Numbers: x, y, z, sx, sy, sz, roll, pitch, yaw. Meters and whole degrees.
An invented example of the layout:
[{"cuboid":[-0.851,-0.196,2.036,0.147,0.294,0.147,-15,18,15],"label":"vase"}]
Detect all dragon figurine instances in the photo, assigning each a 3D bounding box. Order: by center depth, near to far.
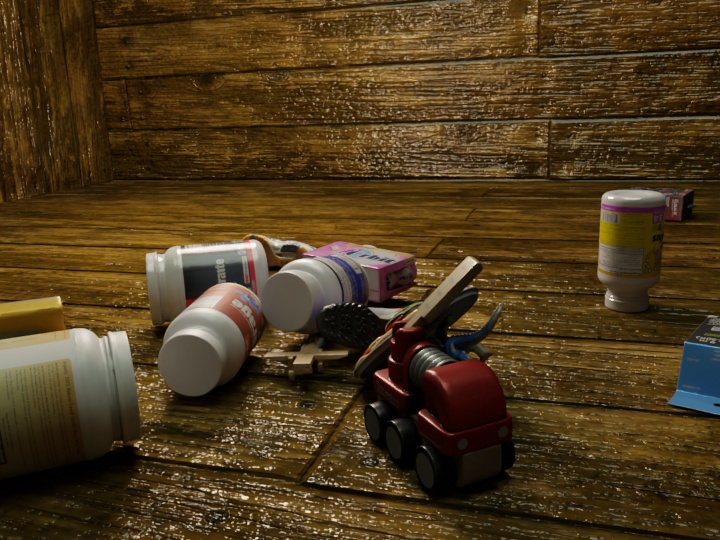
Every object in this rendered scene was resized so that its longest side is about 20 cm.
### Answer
[{"cuboid":[0.105,0.096,0.864,0.059,0.201,0.099,-32,61,-34],"label":"dragon figurine"}]

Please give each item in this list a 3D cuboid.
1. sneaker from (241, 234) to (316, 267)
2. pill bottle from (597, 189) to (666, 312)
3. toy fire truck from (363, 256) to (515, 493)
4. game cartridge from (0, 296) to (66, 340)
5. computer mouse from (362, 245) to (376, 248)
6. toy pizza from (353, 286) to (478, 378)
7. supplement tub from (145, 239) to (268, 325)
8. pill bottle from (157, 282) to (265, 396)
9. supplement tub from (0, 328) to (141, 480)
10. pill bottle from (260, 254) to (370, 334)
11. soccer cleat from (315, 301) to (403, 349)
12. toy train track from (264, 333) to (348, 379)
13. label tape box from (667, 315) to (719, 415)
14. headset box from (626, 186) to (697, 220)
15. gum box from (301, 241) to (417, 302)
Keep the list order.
[{"cuboid":[-0.187,-0.038,1.612,0.199,0.076,0.088,14,9,29],"label":"sneaker"},{"cuboid":[0.467,-0.034,1.200,0.104,0.201,0.104,-2,14,0],"label":"pill bottle"},{"cuboid":[0.091,0.098,0.728,0.128,0.201,0.176,-9,15,-24],"label":"toy fire truck"},{"cuboid":[-0.438,0.119,0.792,0.199,0.177,0.032,-10,39,-25],"label":"game cartridge"},{"cuboid":[0.003,-0.026,1.560,0.109,0.044,0.200,-1,14,9],"label":"computer mouse"},{"cuboid":[0.070,0.076,0.916,0.200,0.032,0.200,-32,-16,-10],"label":"toy pizza"},{"cuboid":[-0.264,0.023,1.205,0.199,0.141,0.140,-6,15,-14],"label":"supplement tub"},{"cuboid":[-0.206,0.095,0.968,0.112,0.113,0.200,-1,15,5],"label":"pill bottle"},{"cuboid":[-0.345,0.141,0.740,0.199,0.145,0.144,-8,15,-22],"label":"supplement tub"},{"cuboid":[-0.072,0.038,1.105,0.119,0.120,0.200,4,6,22],"label":"pill bottle"},{"cuboid":[0.014,0.086,1.047,0.199,0.069,0.073,3,-12,-31],"label":"soccer cleat"},{"cuboid":[-0.072,0.125,1.002,0.114,0.033,0.200,-2,7,3],"label":"toy train track"},{"cuboid":[0.487,0.120,0.866,0.144,0.064,0.200,8,17,38],"label":"label tape box"},{"cuboid":[0.884,-0.198,2.048,0.199,0.075,0.148,8,17,35],"label":"headset box"},{"cuboid":[0.000,0.000,1.306,0.199,0.066,0.113,12,21,37],"label":"gum box"}]
